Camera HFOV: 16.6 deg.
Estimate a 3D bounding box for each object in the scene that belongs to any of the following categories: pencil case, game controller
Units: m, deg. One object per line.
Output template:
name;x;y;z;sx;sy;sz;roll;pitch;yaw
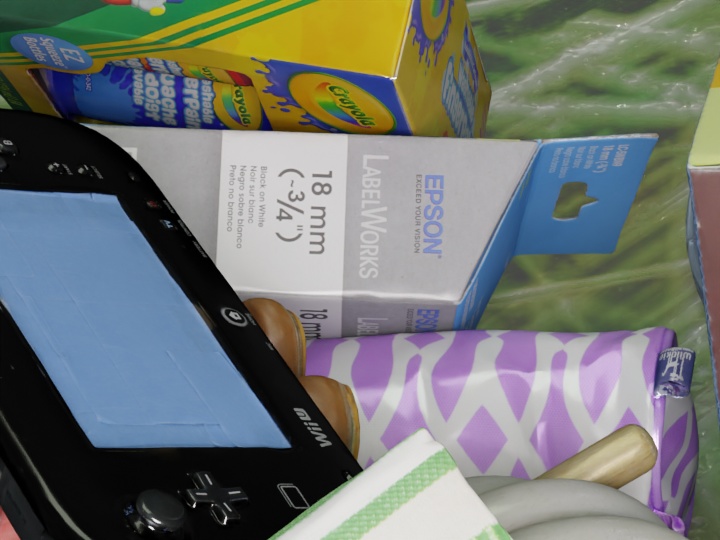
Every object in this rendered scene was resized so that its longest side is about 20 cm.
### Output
pencil case;0.020;0.065;0.840;0.200;0.084;0.086;-3;52;18
game controller;-0.071;0.018;0.659;0.104;0.042;0.200;-5;42;-34

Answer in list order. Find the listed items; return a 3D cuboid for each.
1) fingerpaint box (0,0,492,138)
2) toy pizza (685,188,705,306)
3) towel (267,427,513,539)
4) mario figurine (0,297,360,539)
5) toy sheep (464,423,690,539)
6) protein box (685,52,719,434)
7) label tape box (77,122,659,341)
fingerpaint box;-0.046;-0.079;0.907;0.167;0.200;0.073;10;76;10
toy pizza;0.200;-0.059;0.947;0.200;0.032;0.200;-47;25;30
towel;0.019;0.156;0.562;0.152;0.200;0.023;-35;-6;-23
mario figurine;-0.102;0.035;0.701;0.200;0.106;0.123;-4;-9;-22
toy sheep;0.049;0.116;0.676;0.138;0.138;0.200;-19;34;-15
protein box;0.188;0.008;0.749;0.135;0.200;0.199;-1;29;18
label tape box;0.000;0.000;0.888;0.200;0.063;0.144;1;-16;0
